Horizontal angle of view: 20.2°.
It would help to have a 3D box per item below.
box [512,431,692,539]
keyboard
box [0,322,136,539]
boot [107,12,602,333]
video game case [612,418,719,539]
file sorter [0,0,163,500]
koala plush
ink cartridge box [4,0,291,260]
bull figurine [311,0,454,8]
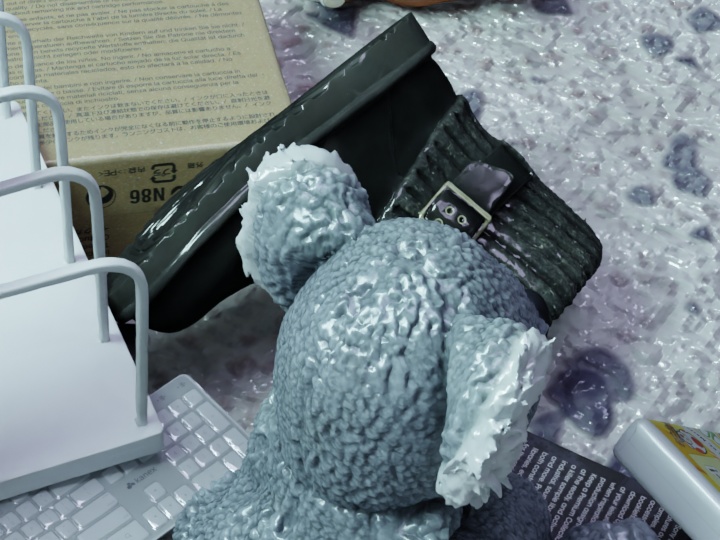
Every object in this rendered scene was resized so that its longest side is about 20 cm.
[{"bbox_3d":[0.072,0.139,0.846,0.199,0.036,0.143,22,48,17],"label":"box"},{"bbox_3d":[-0.125,0.108,0.808,0.056,0.011,0.199,37,51,26],"label":"keyboard"},{"bbox_3d":[-0.192,0.103,0.843,0.198,0.050,0.199,3,43,-6],"label":"box"},{"bbox_3d":[0.001,-0.001,0.921,0.211,0.079,0.158,-40,98,-18],"label":"boot"},{"bbox_3d":[0.210,0.138,0.799,0.181,0.023,0.200,14,28,-52],"label":"video game case"},{"bbox_3d":[-0.178,-0.019,0.821,0.138,0.125,0.201,-16,54,-18],"label":"file sorter"},{"bbox_3d":[0.014,0.063,0.751,0.183,0.201,0.177,-24,53,-25],"label":"koala plush"},{"bbox_3d":[-0.142,-0.084,1.015,0.198,0.075,0.165,-7,46,-12],"label":"ink cartridge box"},{"bbox_3d":[0.050,-0.182,1.128,0.198,0.066,0.121,-8,13,-3],"label":"bull figurine"}]
